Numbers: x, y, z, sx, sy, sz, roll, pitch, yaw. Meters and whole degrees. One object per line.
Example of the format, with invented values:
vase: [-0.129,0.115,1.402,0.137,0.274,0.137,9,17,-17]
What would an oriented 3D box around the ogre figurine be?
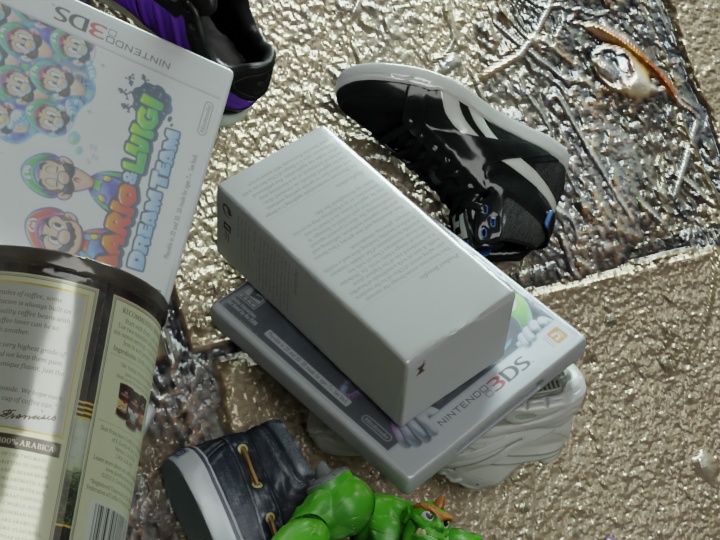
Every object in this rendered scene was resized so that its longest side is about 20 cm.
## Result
ogre figurine: [0.013,0.202,1.173,0.199,0.098,0.121,19,64,-5]

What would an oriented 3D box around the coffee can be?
coffee can: [-0.202,0.104,1.079,0.145,0.146,0.202,16,69,-21]

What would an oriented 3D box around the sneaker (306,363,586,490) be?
sneaker: [0.061,0.121,1.290,0.198,0.100,0.078,-4,36,-5]

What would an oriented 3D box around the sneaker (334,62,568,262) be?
sneaker: [0.066,-0.072,1.349,0.199,0.073,0.113,21,63,-21]

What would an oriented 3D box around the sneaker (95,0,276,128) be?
sneaker: [-0.128,-0.202,1.280,0.200,0.099,0.070,49,59,-6]

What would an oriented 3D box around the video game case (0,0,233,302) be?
video game case: [-0.189,-0.080,1.186,0.181,0.024,0.201,23,63,-19]

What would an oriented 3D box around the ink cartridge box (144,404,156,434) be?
ink cartridge box: [-0.259,0.124,1.153,0.199,0.043,0.197,32,65,-11]

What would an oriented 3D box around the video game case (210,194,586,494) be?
video game case: [0.026,0.041,1.271,0.181,0.023,0.200,-34,59,-30]

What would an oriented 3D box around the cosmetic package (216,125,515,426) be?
cosmetic package: [0.000,0.000,1.242,0.101,0.072,0.200,-31,58,-28]

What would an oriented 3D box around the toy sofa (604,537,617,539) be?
toy sofa: [0.233,0.286,1.318,0.200,0.083,0.098,49,62,-5]

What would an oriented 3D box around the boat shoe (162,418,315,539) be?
boat shoe: [-0.052,0.199,1.211,0.090,0.071,0.201,-20,82,-25]
